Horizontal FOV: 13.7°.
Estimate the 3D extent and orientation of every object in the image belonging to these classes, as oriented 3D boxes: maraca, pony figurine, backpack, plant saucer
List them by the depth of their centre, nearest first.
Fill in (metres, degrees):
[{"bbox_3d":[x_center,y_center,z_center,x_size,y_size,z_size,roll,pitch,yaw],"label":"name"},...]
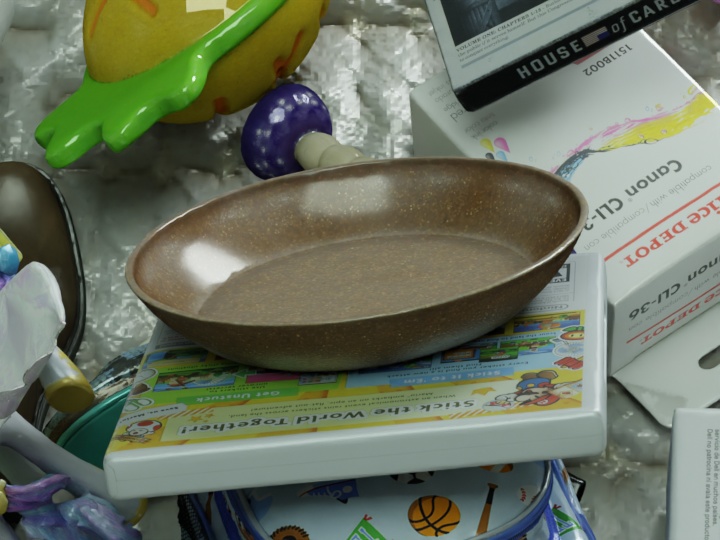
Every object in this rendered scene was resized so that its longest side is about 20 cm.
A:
[{"bbox_3d":[-0.170,0.057,1.241,0.166,0.200,0.193,-31,36,9],"label":"pony figurine"},{"bbox_3d":[0.022,0.136,1.271,0.200,0.154,0.191,-17,44,-6],"label":"backpack"},{"bbox_3d":[0.000,0.000,1.289,0.200,0.037,0.200,-7,20,2],"label":"plant saucer"},{"bbox_3d":[-0.086,-0.120,1.474,0.137,0.107,0.200,-17,30,46],"label":"maraca"}]

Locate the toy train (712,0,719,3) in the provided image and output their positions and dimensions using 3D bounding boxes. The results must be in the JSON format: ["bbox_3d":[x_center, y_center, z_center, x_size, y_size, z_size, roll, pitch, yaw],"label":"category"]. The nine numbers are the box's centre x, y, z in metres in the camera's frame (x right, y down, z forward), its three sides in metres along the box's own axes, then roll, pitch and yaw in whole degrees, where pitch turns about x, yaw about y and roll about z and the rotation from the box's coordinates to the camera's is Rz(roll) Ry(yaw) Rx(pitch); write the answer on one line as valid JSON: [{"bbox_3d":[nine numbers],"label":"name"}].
[{"bbox_3d":[0.174,-0.150,1.473,0.200,0.056,0.150,8,37,-27],"label":"toy train"}]

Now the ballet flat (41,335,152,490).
[{"bbox_3d":[-0.061,0.046,1.410,0.200,0.074,0.074,-19,58,-11],"label":"ballet flat"}]

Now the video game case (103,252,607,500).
[{"bbox_3d":[0.004,0.042,1.259,0.200,0.023,0.182,-6,20,7],"label":"video game case"}]

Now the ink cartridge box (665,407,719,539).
[{"bbox_3d":[0.232,0.144,1.307,0.200,0.084,0.145,2,58,6],"label":"ink cartridge box"}]

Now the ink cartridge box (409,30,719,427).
[{"bbox_3d":[0.128,-0.033,1.436,0.116,0.068,0.200,-33,61,-17],"label":"ink cartridge box"}]

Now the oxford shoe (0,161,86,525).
[{"bbox_3d":[-0.172,0.023,1.414,0.073,0.084,0.200,-1,56,5],"label":"oxford shoe"}]

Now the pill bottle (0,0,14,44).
[{"bbox_3d":[-0.245,-0.066,1.458,0.112,0.112,0.200,17,60,14],"label":"pill bottle"}]

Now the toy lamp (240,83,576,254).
[{"bbox_3d":[0.025,-0.033,1.416,0.058,0.058,0.200,-38,44,-19],"label":"toy lamp"}]

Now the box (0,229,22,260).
[{"bbox_3d":[-0.242,0.047,1.332,0.075,0.050,0.200,16,60,48],"label":"box"}]

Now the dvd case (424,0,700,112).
[{"bbox_3d":[0.092,-0.182,1.439,0.150,0.025,0.200,-26,49,13],"label":"dvd case"}]
